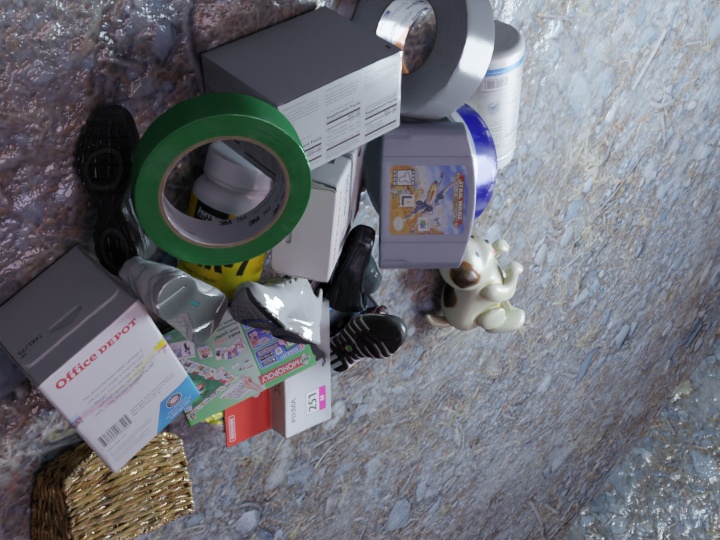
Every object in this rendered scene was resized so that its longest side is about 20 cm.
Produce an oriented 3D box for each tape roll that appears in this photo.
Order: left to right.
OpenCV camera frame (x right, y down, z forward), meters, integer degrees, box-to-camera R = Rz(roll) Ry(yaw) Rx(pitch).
[{"bbox_3d":[-0.155,-0.099,1.073,0.197,0.049,0.203,-10,132,-11],"label":"tape roll"},{"bbox_3d":[0.077,-0.303,1.257,0.066,0.199,0.203,5,114,-49],"label":"tape roll"}]

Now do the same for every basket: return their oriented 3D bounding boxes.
[{"bbox_3d":[-0.357,0.299,1.345,0.198,0.148,0.145,-16,96,-42],"label":"basket"}]

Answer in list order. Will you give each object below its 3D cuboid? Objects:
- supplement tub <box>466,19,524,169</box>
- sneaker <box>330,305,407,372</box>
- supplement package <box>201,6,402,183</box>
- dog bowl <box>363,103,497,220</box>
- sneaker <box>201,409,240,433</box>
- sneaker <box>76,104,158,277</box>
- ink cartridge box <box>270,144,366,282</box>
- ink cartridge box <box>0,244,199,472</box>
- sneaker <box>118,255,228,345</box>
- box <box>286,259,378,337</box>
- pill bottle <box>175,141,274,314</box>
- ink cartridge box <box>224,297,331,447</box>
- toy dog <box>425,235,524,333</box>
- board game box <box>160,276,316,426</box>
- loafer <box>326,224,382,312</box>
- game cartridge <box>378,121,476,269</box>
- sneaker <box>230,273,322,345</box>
[{"bbox_3d":[0.180,-0.267,1.467,0.131,0.131,0.202,-31,139,-30],"label":"supplement tub"},{"bbox_3d":[0.023,0.083,1.480,0.115,0.199,0.076,-43,102,-38],"label":"sneaker"},{"bbox_3d":[-0.071,-0.222,1.185,0.199,0.155,0.112,-30,140,-31],"label":"supplement package"},{"bbox_3d":[0.101,-0.153,1.405,0.078,0.199,0.203,-10,126,-46],"label":"dog bowl"},{"bbox_3d":[-0.212,0.171,1.402,0.106,0.075,0.199,-58,144,3],"label":"sneaker"},{"bbox_3d":[-0.275,-0.098,1.126,0.091,0.075,0.203,-49,145,-59],"label":"sneaker"},{"bbox_3d":[-0.053,-0.101,1.283,0.201,0.083,0.148,-66,166,-55],"label":"ink cartridge box"},{"bbox_3d":[-0.320,0.108,1.161,0.146,0.145,0.201,-42,142,-18],"label":"ink cartridge box"},{"bbox_3d":[-0.218,0.029,1.141,0.071,0.080,0.201,-55,160,-10],"label":"sneaker"},{"bbox_3d":[-0.079,0.078,1.511,0.201,0.049,0.199,-50,145,-10],"label":"box"},{"bbox_3d":[-0.170,-0.056,1.237,0.113,0.114,0.203,-9,124,-45],"label":"pill bottle"},{"bbox_3d":[-0.121,0.152,1.413,0.172,0.043,0.204,-19,118,-40],"label":"ink cartridge box"},{"bbox_3d":[0.197,0.011,1.731,0.191,0.141,0.201,-14,142,6],"label":"toy dog"},{"bbox_3d":[-0.174,0.111,1.332,0.198,0.029,0.137,-24,105,-15],"label":"board game box"},{"bbox_3d":[0.000,0.000,1.387,0.201,0.069,0.069,111,-6,-58],"label":"loafer"},{"bbox_3d":[0.090,-0.100,1.301,0.131,0.042,0.204,0,109,0],"label":"game cartridge"},{"bbox_3d":[-0.108,0.040,1.260,0.200,0.073,0.089,35,63,-65],"label":"sneaker"}]
